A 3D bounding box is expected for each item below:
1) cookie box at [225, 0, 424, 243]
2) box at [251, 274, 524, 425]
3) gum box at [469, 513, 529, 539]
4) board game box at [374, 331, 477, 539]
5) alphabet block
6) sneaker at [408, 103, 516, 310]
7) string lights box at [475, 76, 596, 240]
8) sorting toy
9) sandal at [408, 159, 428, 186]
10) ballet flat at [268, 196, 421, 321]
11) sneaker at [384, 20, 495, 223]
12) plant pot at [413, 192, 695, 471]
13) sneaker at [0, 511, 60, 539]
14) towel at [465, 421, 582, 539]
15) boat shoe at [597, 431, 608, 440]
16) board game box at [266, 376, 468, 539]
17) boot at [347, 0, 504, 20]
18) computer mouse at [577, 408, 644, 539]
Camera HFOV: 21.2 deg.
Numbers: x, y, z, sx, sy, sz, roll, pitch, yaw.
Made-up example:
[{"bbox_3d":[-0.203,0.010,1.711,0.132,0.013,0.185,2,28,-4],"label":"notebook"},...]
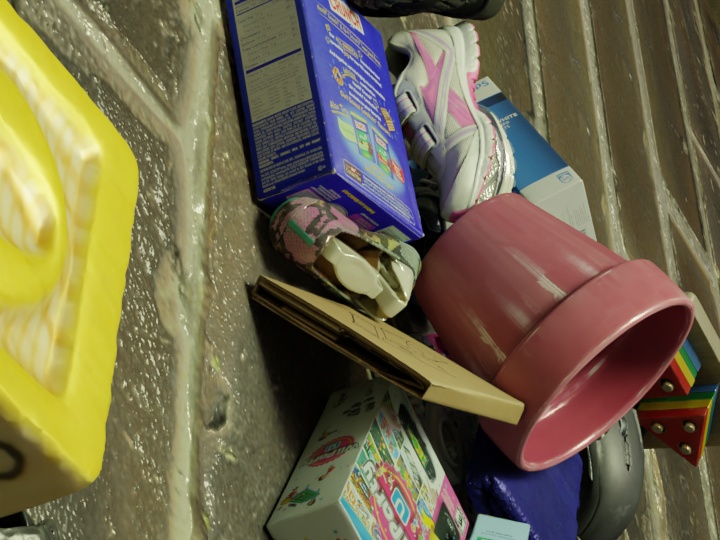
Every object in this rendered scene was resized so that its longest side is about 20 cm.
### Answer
[{"bbox_3d":[-0.030,-0.130,1.573,0.171,0.075,0.200,34,41,-58],"label":"cookie box"},{"bbox_3d":[0.025,0.063,1.468,0.163,0.021,0.200,30,3,26],"label":"box"},{"bbox_3d":[0.076,0.299,1.392,0.200,0.045,0.170,-61,160,-64],"label":"gum box"},{"bbox_3d":[0.078,0.149,1.670,0.200,0.026,0.200,-2,73,-69],"label":"board game box"},{"bbox_3d":[-0.228,-0.007,0.777,0.195,0.200,0.196,52,27,-42],"label":"alphabet block"},{"bbox_3d":[0.080,-0.056,1.723,0.085,0.077,0.200,17,81,-49],"label":"sneaker"},{"bbox_3d":[0.155,-0.094,1.895,0.200,0.059,0.103,54,-12,47],"label":"string lights box"},{"bbox_3d":[0.287,0.126,2.004,0.199,0.200,0.070,58,45,-28],"label":"sorting toy"},{"bbox_3d":[0.089,-0.063,1.845,0.087,0.079,0.200,-45,130,-27],"label":"sandal"},{"bbox_3d":[0.000,0.000,1.529,0.071,0.069,0.200,50,11,33],"label":"ballet flat"},{"bbox_3d":[0.061,-0.127,1.673,0.081,0.088,0.200,111,-24,-55],"label":"sneaker"},{"bbox_3d":[0.149,0.039,1.624,0.179,0.200,0.200,45,10,24],"label":"plant pot"},{"bbox_3d":[-0.164,0.165,0.986,0.200,0.060,0.104,-2,79,-65],"label":"sneaker"},{"bbox_3d":[0.141,0.183,1.705,0.148,0.050,0.200,56,23,-19],"label":"towel"},{"bbox_3d":[0.175,0.082,1.788,0.200,0.057,0.067,41,-17,44],"label":"boat shoe"},{"bbox_3d":[0.011,0.187,1.412,0.148,0.064,0.200,63,22,-17],"label":"board game box"},{"bbox_3d":[0.008,-0.265,1.691,0.158,0.211,0.080,-2,98,-46],"label":"boot"},{"bbox_3d":[0.224,0.159,1.845,0.140,0.046,0.200,19,75,-33],"label":"computer mouse"}]
